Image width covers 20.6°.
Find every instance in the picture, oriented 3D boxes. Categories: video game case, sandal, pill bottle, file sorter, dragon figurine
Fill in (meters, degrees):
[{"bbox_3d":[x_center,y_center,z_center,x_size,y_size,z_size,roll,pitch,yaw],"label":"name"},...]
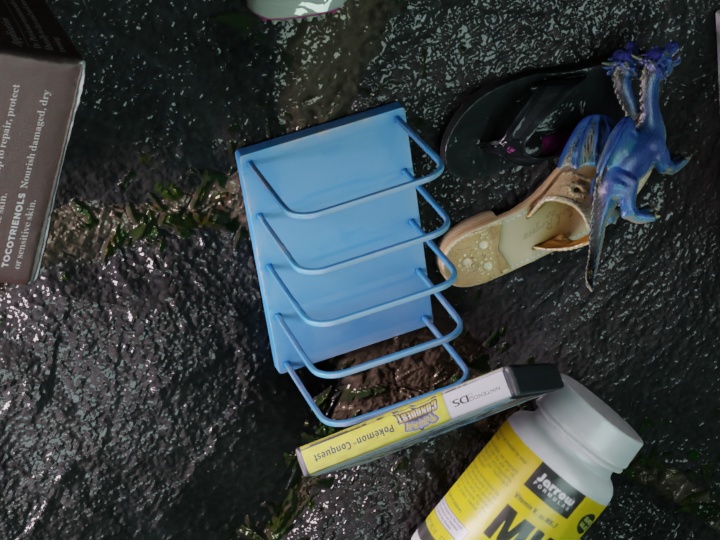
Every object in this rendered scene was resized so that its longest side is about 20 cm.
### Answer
[{"bbox_3d":[0.060,0.116,1.567,0.179,0.200,0.026,-23,82,14],"label":"video game case"},{"bbox_3d":[0.157,-0.125,1.580,0.199,0.048,0.076,-22,123,-13],"label":"sandal"},{"bbox_3d":[0.145,0.194,1.705,0.114,0.114,0.201,33,100,-33],"label":"pill bottle"},{"bbox_3d":[0.000,0.000,1.535,0.137,0.123,0.202,-17,122,-13],"label":"file sorter"},{"bbox_3d":[0.166,-0.036,1.618,0.210,0.070,0.078,-28,124,-8],"label":"sandal"},{"bbox_3d":[0.197,-0.087,1.555,0.099,0.059,0.201,45,72,-32],"label":"dragon figurine"}]

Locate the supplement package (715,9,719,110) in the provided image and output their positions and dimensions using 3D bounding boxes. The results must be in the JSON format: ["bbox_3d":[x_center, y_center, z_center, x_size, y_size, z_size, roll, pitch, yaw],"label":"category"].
[{"bbox_3d":[0.396,-0.105,1.608,0.146,0.191,0.202,-17,121,-12],"label":"supplement package"}]

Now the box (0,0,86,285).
[{"bbox_3d":[-0.309,-0.107,1.318,0.198,0.166,0.166,6,114,-25],"label":"box"}]

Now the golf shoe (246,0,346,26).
[{"bbox_3d":[0.009,-0.241,1.433,0.198,0.075,0.092,-14,111,-5],"label":"golf shoe"}]
